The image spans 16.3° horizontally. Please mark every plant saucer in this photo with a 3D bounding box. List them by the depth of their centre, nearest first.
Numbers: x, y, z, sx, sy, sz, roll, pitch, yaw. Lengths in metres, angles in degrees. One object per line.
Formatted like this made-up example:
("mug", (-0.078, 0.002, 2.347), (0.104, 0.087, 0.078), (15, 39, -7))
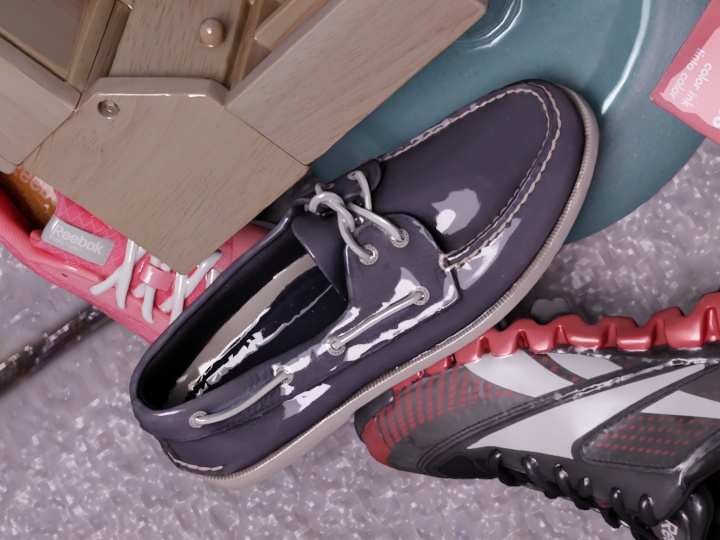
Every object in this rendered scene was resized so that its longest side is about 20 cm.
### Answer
("plant saucer", (0.045, -0.105, 0.951), (0.200, 0.036, 0.200), (0, 91, 20))

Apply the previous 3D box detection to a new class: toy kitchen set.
("toy kitchen set", (-0.078, -0.147, 0.905), (0.200, 0.163, 0.180), (35, 129, -21))

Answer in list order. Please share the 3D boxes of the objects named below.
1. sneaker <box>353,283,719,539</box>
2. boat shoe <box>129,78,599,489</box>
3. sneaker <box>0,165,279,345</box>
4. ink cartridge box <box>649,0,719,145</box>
("sneaker", (0.090, 0.061, 0.910), (0.200, 0.071, 0.098), (-9, 68, 20))
("boat shoe", (0.000, 0.000, 0.901), (0.200, 0.063, 0.073), (-41, 54, 8))
("sneaker", (-0.088, -0.002, 0.975), (0.200, 0.087, 0.074), (30, 101, 16))
("ink cartridge box", (0.207, -0.028, 0.850), (0.200, 0.116, 0.068), (35, 102, 17))
